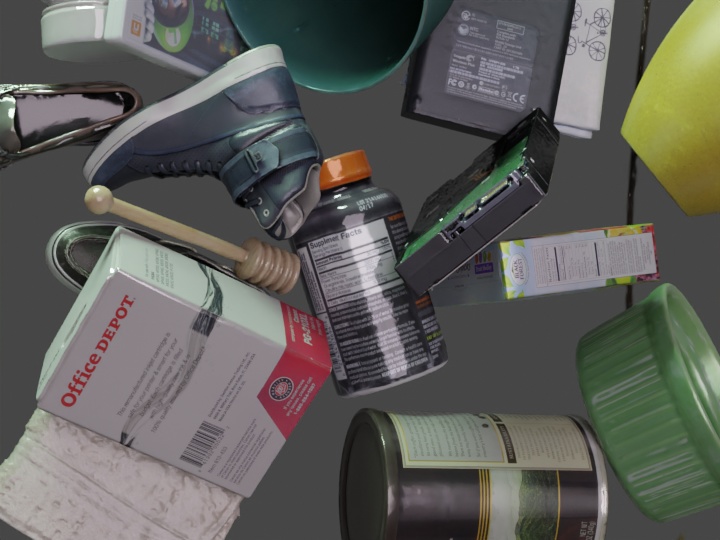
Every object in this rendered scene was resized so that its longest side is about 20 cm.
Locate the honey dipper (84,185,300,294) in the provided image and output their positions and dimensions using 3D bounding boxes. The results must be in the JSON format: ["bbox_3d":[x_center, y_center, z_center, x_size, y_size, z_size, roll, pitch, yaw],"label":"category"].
[{"bbox_3d":[-0.137,-0.029,1.284,0.199,0.038,0.038,23,79,-34],"label":"honey dipper"}]

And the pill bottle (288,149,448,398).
[{"bbox_3d":[0.000,0.000,1.360,0.105,0.106,0.203,-17,91,-17],"label":"pill bottle"}]

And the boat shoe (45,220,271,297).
[{"bbox_3d":[-0.168,0.003,1.332,0.198,0.064,0.072,16,82,-15],"label":"boat shoe"}]

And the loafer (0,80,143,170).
[{"bbox_3d":[-0.278,-0.128,1.309,0.197,0.063,0.073,-13,89,-17],"label":"loafer"}]

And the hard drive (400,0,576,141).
[{"bbox_3d":[0.123,-0.224,1.430,0.138,0.033,0.203,13,83,-10],"label":"hard drive"}]

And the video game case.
[{"bbox_3d":[-0.132,-0.253,1.319,0.199,0.023,0.185,17,79,-57],"label":"video game case"}]

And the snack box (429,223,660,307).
[{"bbox_3d":[0.150,-0.002,1.355,0.140,0.200,0.054,-6,88,-16],"label":"snack box"}]

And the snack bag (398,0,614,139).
[{"bbox_3d":[0.143,-0.235,1.464,0.197,0.021,0.191,11,83,-15],"label":"snack bag"}]

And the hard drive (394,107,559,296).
[{"bbox_3d":[0.103,-0.061,1.325,0.139,0.200,0.038,-39,98,20],"label":"hard drive"}]

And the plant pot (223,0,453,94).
[{"bbox_3d":[0.002,-0.273,1.333,0.202,0.200,0.161,55,38,-6],"label":"plant pot"}]

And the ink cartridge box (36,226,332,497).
[{"bbox_3d":[-0.145,0.076,1.282,0.198,0.085,0.146,26,112,-19],"label":"ink cartridge box"}]

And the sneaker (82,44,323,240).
[{"bbox_3d":[-0.126,-0.076,1.305,0.201,0.077,0.148,-27,83,13],"label":"sneaker"}]

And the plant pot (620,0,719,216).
[{"bbox_3d":[0.324,-0.133,1.439,0.142,0.200,0.200,-40,98,12],"label":"plant pot"}]

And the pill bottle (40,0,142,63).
[{"bbox_3d":[-0.221,-0.283,1.312,0.113,0.114,0.203,-1,87,-16],"label":"pill bottle"}]

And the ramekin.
[{"bbox_3d":[0.270,0.123,1.384,0.097,0.200,0.202,-26,94,19],"label":"ramekin"}]

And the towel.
[{"bbox_3d":[-0.206,0.193,1.323,0.199,0.034,0.133,35,76,-10],"label":"towel"}]

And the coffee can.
[{"bbox_3d":[0.094,0.195,1.352,0.197,0.146,0.149,3,85,-16],"label":"coffee can"}]
